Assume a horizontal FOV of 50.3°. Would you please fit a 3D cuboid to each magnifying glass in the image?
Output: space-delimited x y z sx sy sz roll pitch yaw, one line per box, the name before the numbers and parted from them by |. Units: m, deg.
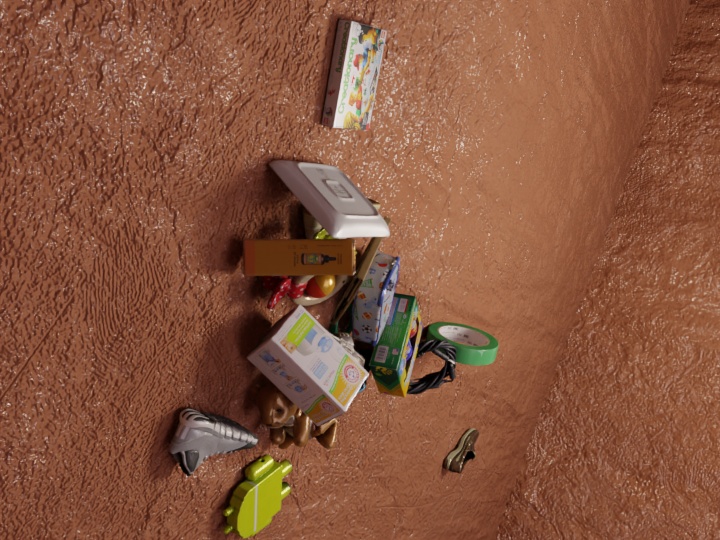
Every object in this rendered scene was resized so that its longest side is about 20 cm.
magnifying glass | -0.060 0.169 1.746 0.080 0.022 0.201 32 77 -59

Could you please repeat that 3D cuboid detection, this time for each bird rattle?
bird rattle | -0.091 0.020 1.477 0.200 0.113 0.163 -42 147 -1

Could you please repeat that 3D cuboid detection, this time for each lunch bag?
lunch bag | 0.038 0.058 1.735 0.160 0.075 0.201 -61 166 -48

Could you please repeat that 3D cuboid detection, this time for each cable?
cable | 0.158 0.252 2.007 0.199 0.051 0.164 -4 126 -10

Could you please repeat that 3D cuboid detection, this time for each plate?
plate | -0.048 -0.140 1.425 0.032 0.200 0.199 -51 157 25

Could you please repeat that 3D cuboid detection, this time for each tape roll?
tape roll | 0.282 0.202 2.133 0.200 0.200 0.048 -12 118 -55

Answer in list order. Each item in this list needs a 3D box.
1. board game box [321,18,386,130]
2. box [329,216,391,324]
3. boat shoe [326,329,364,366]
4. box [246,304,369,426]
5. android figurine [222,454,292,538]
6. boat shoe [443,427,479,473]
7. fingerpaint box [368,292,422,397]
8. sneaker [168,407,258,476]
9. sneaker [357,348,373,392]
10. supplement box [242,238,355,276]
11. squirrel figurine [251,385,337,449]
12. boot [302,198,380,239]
board game box | -0.012 -0.378 1.499 0.126 0.034 0.201 -12 116 -55
box | 0.000 0.000 1.621 0.164 0.021 0.200 -60 -176 46
boat shoe | -0.055 0.172 1.692 0.200 0.074 0.074 54 48 -39
box | -0.100 0.185 1.485 0.200 0.101 0.113 46 46 -8
android figurine | -0.221 0.490 1.643 0.200 0.041 0.183 -28 130 -50
boat shoe | 0.365 0.624 2.626 0.202 0.075 0.075 -42 139 -39
fingerpaint box | 0.092 0.183 1.876 0.167 0.073 0.201 73 30 -56
sneaker | -0.285 0.332 1.435 0.200 0.075 0.116 34 82 -48
sneaker | -0.009 0.253 1.812 0.200 0.082 0.074 -36 133 -46
supplement box | -0.109 -0.023 1.376 0.069 0.199 0.067 93 -3 -88
squirrel figurine | -0.140 0.263 1.590 0.187 0.141 0.201 42 56 -47
boot | -0.042 -0.070 1.580 0.200 0.073 0.156 -17 120 -46
